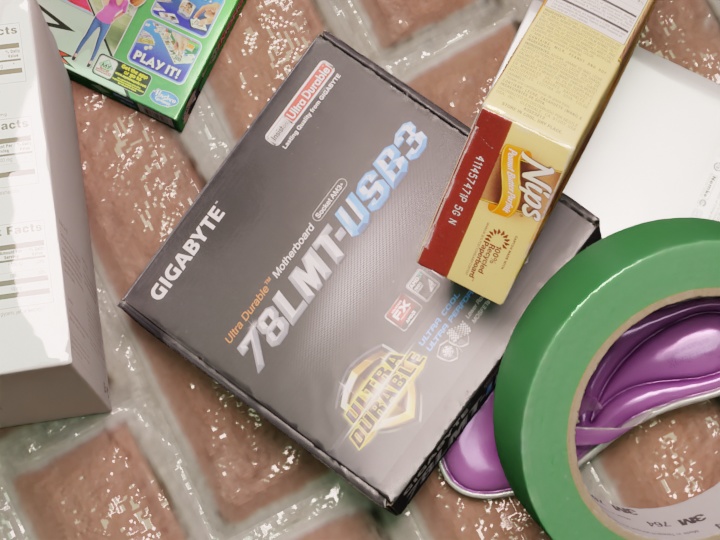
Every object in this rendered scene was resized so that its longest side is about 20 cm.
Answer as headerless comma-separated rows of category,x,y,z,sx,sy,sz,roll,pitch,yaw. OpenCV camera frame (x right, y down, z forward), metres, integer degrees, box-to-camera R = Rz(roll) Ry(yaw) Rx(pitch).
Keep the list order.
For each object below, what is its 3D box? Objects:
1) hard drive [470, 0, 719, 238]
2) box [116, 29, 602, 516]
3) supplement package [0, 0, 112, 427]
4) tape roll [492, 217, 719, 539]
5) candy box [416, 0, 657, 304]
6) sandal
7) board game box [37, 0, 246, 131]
hard drive,0.162,-0.057,1.286,0.199,0.026,0.132,25,81,5
box,0.000,0.000,1.246,0.198,0.050,0.200,36,85,14
supplement package,-0.225,-0.023,1.197,0.146,0.191,0.201,-8,79,-2
tape roll,0.173,0.073,1.202,0.199,0.048,0.201,-5,108,-15
candy box,0.101,-0.089,1.173,0.055,0.116,0.200,26,43,4
sandal,0.132,0.062,1.241,0.202,0.050,0.083,-27,86,3
board game box,-0.166,-0.185,1.310,0.199,0.029,0.135,25,81,5
